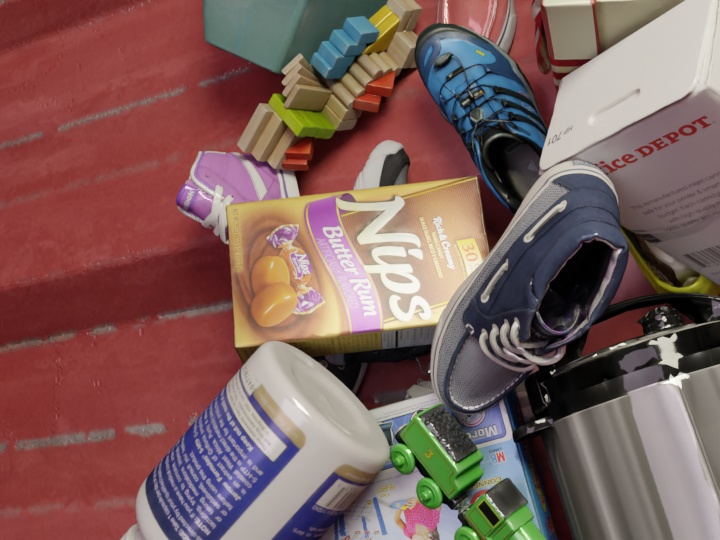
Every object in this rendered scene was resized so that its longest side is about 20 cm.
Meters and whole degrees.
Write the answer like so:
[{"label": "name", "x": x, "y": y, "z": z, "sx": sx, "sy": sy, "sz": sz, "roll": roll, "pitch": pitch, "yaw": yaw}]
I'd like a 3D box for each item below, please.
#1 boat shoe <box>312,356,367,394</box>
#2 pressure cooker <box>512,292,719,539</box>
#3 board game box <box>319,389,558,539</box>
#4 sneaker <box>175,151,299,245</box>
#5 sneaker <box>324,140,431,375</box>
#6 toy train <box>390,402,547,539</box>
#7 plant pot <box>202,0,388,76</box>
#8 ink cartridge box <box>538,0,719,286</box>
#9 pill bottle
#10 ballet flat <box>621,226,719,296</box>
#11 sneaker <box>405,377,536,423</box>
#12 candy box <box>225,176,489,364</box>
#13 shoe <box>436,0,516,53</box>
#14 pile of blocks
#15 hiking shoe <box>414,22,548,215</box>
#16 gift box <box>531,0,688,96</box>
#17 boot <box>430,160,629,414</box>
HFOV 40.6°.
[{"label": "boat shoe", "x": -0.050, "y": 0.105, "z": 0.855, "sx": 0.073, "sy": 0.060, "sz": 0.202, "roll": 24, "pitch": 95, "yaw": 29}, {"label": "pressure cooker", "x": 0.213, "y": 0.114, "z": 0.650, "sx": 0.178, "sy": 0.175, "sz": 0.202, "roll": -30, "pitch": 69, "yaw": 40}, {"label": "board game box", "x": 0.042, "y": 0.198, "z": 0.721, "sx": 0.198, "sy": 0.056, "sz": 0.198, "roll": -18, "pitch": 77, "yaw": 17}, {"label": "sneaker", "x": -0.101, "y": -0.030, "z": 0.834, "sx": 0.073, "sy": 0.113, "sz": 0.201, "roll": -61, "pitch": 36, "yaw": 31}, {"label": "sneaker", "x": 0.041, "y": -0.009, "z": 0.821, "sx": 0.113, "sy": 0.076, "sz": 0.202, "roll": 12, "pitch": 72, "yaw": 8}, {"label": "toy train", "x": 0.094, "y": 0.174, "z": 0.644, "sx": 0.200, "sy": 0.042, "sz": 0.057, "roll": 50, "pitch": 132, "yaw": 20}, {"label": "plant pot", "x": -0.050, "y": -0.276, "z": 0.864, "sx": 0.141, "sy": 0.141, "sz": 0.202, "roll": 28, "pitch": 104, "yaw": 27}, {"label": "ink cartridge box", "x": 0.238, "y": -0.070, "z": 0.621, "sx": 0.146, "sy": 0.199, "sz": 0.087, "roll": -26, "pitch": 40, "yaw": 58}, {"label": "pill bottle", "x": -0.085, "y": 0.160, "z": 0.679, "sx": 0.200, "sy": 0.120, "sz": 0.120, "roll": -48, "pitch": 66, "yaw": 7}, {"label": "ballet flat", "x": 0.211, "y": -0.062, "z": 0.738, "sx": 0.067, "sy": 0.067, "sz": 0.201, "roll": -32, "pitch": 71, "yaw": 22}, {"label": "sneaker", "x": 0.054, "y": 0.133, "z": 0.805, "sx": 0.199, "sy": 0.075, "sz": 0.083, "roll": -28, "pitch": 58, "yaw": 15}, {"label": "candy box", "x": 0.000, "y": 0.000, "z": 0.750, "sx": 0.198, "sy": 0.057, "sz": 0.118, "roll": -6, "pitch": 70, "yaw": -2}, {"label": "shoe", "x": 0.089, "y": -0.263, "z": 0.810, "sx": 0.071, "sy": 0.091, "sz": 0.202, "roll": 7, "pitch": 87, "yaw": 27}, {"label": "pile of blocks", "x": -0.016, "y": -0.157, "z": 0.846, "sx": 0.200, "sy": 0.082, "sz": 0.062, "roll": -45, "pitch": 66, "yaw": 5}, {"label": "hiking shoe", "x": 0.109, "y": -0.118, "z": 0.767, "sx": 0.074, "sy": 0.087, "sz": 0.201, "roll": -39, "pitch": 82, "yaw": 16}, {"label": "gift box", "x": 0.212, "y": -0.213, "z": 0.685, "sx": 0.185, "sy": 0.185, "sz": 0.202, "roll": 1, "pitch": 63, "yaw": 18}, {"label": "boot", "x": 0.097, "y": 0.033, "z": 0.607, "sx": 0.072, "sy": 0.091, "sz": 0.201, "roll": 20, "pitch": 121, "yaw": -6}]
